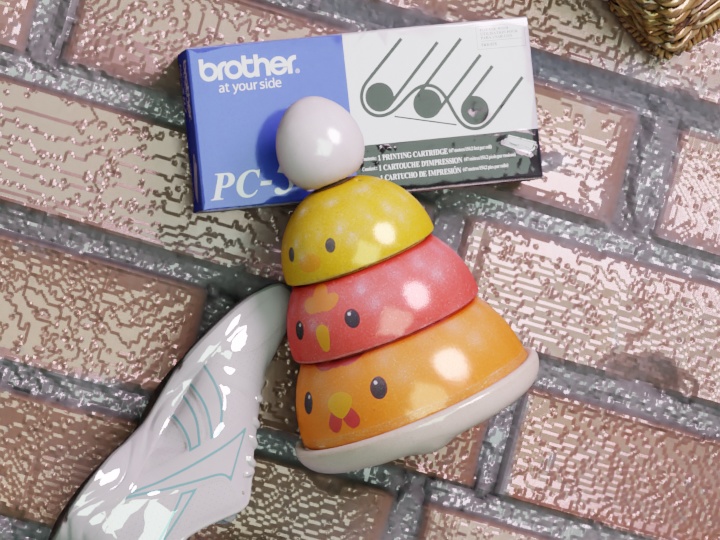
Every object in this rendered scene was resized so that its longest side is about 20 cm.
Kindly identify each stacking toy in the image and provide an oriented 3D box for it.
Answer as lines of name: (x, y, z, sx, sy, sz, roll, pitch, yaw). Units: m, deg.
stacking toy: (0.000, 0.000, 1.607, 0.146, 0.146, 0.201, -24, 97, -9)

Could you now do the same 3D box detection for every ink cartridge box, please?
ink cartridge box: (0.000, -0.088, 1.660, 0.199, 0.044, 0.094, -7, 90, -10)

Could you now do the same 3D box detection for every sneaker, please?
sneaker: (-0.088, 0.096, 1.619, 0.080, 0.070, 0.201, 37, 69, -2)

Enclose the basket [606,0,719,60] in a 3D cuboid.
basket: (0.201, -0.249, 1.687, 0.200, 0.149, 0.143, -38, 64, -8)
